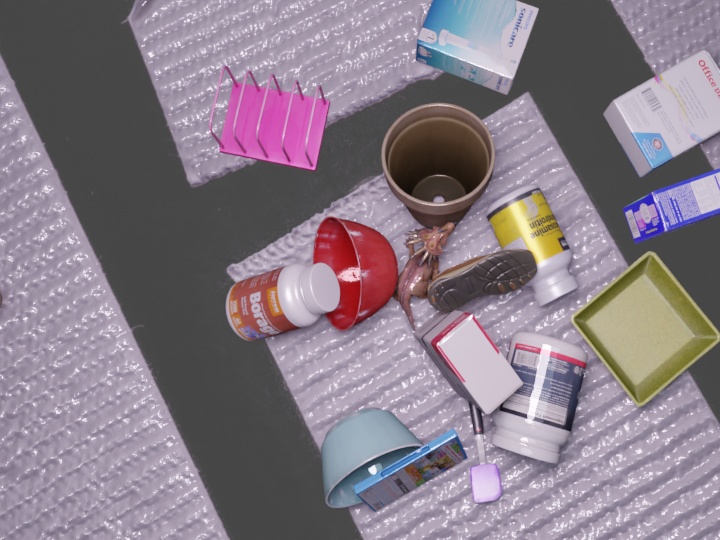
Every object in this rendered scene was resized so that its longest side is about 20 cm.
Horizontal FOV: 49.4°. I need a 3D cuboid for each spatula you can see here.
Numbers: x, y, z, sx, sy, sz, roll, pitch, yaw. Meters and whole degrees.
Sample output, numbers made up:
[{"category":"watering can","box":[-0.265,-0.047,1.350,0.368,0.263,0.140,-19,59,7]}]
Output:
[{"category":"spatula","box":[0.218,0.314,1.426,0.055,0.021,0.205,-7,82,4]}]

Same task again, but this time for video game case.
[{"category":"video game case","box":[0.091,0.352,1.371,0.197,0.144,0.018,-29,58,-1]}]

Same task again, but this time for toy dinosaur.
[{"category":"toy dinosaur","box":[0.102,0.001,1.417,0.084,0.136,0.204,19,85,6]}]

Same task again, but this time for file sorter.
[{"category":"file sorter","box":[-0.172,-0.290,1.477,0.195,0.125,0.143,12,83,5]}]

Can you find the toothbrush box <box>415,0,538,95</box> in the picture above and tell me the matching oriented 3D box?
[{"category":"toothbrush box","box":[0.220,-0.449,1.493,0.196,0.085,0.149,21,83,7]}]

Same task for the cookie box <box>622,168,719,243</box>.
[{"category":"cookie box","box":[0.591,-0.123,1.385,0.196,0.171,0.077,-19,85,0]}]

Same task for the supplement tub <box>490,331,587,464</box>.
[{"category":"supplement tub","box":[0.310,0.220,1.372,0.137,0.140,0.205,15,84,5]}]

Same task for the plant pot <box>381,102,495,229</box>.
[{"category":"plant pot","box":[0.138,-0.166,1.405,0.195,0.174,0.205,-2,67,5]}]

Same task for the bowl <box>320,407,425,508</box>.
[{"category":"bowl","box":[0.009,0.315,1.368,0.198,0.202,0.106,-28,60,-1]}]

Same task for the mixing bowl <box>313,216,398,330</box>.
[{"category":"mixing bowl","box":[0.000,0.000,1.414,0.106,0.199,0.205,-7,81,-27]}]

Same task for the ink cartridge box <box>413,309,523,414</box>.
[{"category":"ink cartridge box","box":[0.179,0.149,1.349,0.084,0.200,0.146,-38,95,-5]}]

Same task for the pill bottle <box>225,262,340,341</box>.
[{"category":"pill bottle","box":[-0.137,0.052,1.397,0.197,0.111,0.115,-17,80,33]}]

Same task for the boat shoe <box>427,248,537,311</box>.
[{"category":"boat shoe","box":[0.207,0.006,1.369,0.195,0.074,0.077,-17,108,4]}]

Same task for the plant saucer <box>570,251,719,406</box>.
[{"category":"plant saucer","box":[0.510,0.105,1.421,0.198,0.048,0.201,-38,82,-2]}]

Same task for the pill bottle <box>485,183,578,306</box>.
[{"category":"pill bottle","box":[0.315,-0.044,1.420,0.110,0.112,0.203,-25,82,0]}]

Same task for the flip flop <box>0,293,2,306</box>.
[{"category":"flip flop","box":[-0.766,0.066,1.505,0.195,0.058,0.083,-6,52,18]}]

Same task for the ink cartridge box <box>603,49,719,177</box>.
[{"category":"ink cartridge box","box":[0.578,-0.289,1.450,0.197,0.085,0.147,-29,82,1]}]
